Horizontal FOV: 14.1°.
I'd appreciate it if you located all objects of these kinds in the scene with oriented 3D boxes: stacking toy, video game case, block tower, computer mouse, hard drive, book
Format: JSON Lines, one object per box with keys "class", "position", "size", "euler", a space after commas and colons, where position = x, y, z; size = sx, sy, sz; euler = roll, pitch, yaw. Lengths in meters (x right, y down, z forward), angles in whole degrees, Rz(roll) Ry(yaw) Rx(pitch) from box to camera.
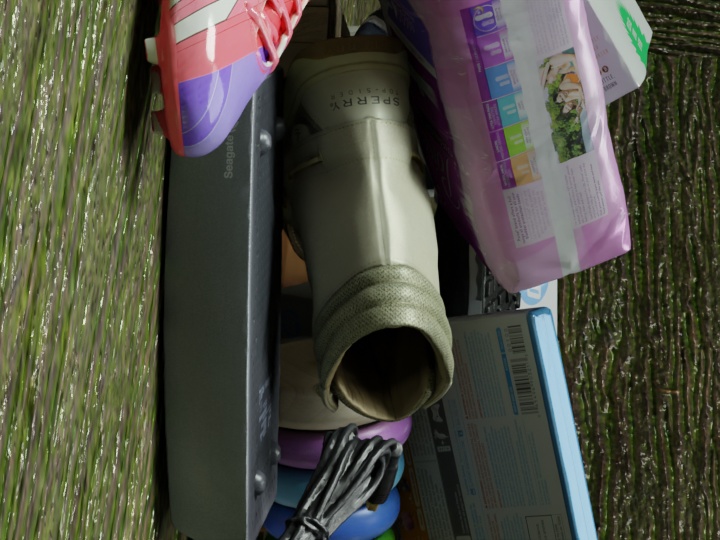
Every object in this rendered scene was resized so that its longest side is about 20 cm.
{"class": "stacking toy", "position": [-0.013, 0.138, 1.410], "size": [0.085, 0.085, 0.200], "euler": [-76, 163, -71]}
{"class": "video game case", "position": [0.026, 0.097, 1.426], "size": [0.018, 0.200, 0.143], "euler": [-17, 96, -47]}
{"class": "block tower", "position": [-0.035, -0.103, 1.431], "size": [0.200, 0.058, 0.054], "euler": [54, 39, -82]}
{"class": "computer mouse", "position": [-0.038, 0.146, 1.298], "size": [0.140, 0.046, 0.200], "euler": [-53, 165, -31]}
{"class": "hard drive", "position": [-0.058, 0.014, 1.275], "size": [0.135, 0.042, 0.200], "euler": [-64, 155, -81]}
{"class": "book", "position": [0.077, -0.181, 1.431], "size": [0.200, 0.048, 0.134], "euler": [59, 13, -10]}

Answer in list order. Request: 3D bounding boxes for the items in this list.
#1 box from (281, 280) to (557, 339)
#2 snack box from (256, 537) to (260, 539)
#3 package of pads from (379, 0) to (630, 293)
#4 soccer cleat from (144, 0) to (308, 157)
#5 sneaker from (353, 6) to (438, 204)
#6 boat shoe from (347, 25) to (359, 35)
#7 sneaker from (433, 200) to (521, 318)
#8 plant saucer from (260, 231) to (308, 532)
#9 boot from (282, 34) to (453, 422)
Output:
{"class": "box", "position": [0.031, 0.070, 1.563], "size": [0.200, 0.041, 0.156], "euler": [-14, 108, -48]}
{"class": "snack box", "position": [-0.062, 0.167, 1.438], "size": [0.200, 0.024, 0.072], "euler": [81, 10, -68]}
{"class": "package of pads", "position": [0.058, -0.103, 1.327], "size": [0.121, 0.076, 0.200], "euler": [-121, -167, -57]}
{"class": "soccer cleat", "position": [-0.042, -0.121, 1.171], "size": [0.200, 0.076, 0.067], "euler": [-83, 174, -48]}
{"class": "sneaker", "position": [0.034, -0.078, 1.502], "size": [0.130, 0.079, 0.199], "euler": [-52, 167, 31]}
{"class": "boat shoe", "position": [-0.008, -0.113, 1.728], "size": [0.200, 0.074, 0.060], "euler": [-119, -154, -82]}
{"class": "sneaker", "position": [0.031, 0.037, 1.458], "size": [0.076, 0.087, 0.200], "euler": [-15, 106, -74]}
{"class": "plant saucer", "position": [-0.039, 0.044, 1.601], "size": [0.200, 0.037, 0.201], "euler": [3, 90, -86]}
{"class": "boot", "position": [0.000, 0.000, 1.351], "size": [0.200, 0.072, 0.155], "euler": [99, -17, -67]}
